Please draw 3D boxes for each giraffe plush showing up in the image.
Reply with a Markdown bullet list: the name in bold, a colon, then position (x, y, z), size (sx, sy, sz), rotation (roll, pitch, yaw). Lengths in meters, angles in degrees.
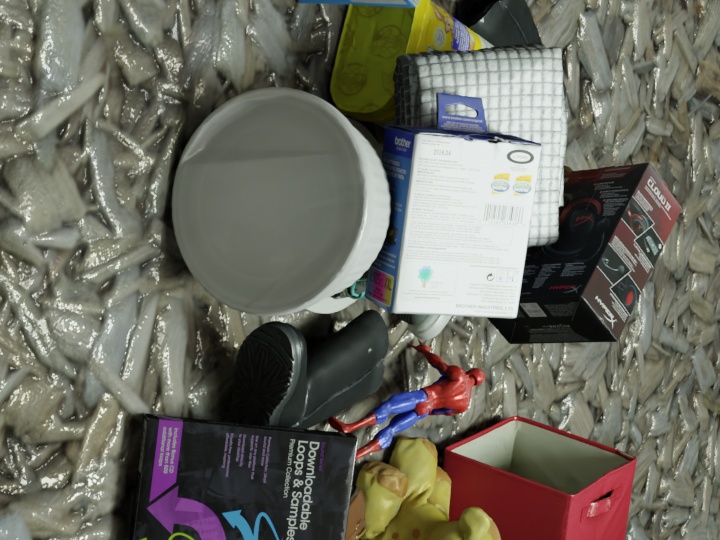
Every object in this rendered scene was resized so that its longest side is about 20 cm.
- **giraffe plush**: position (0.082, 0.296, 1.649), size (0.200, 0.162, 0.173), rotation (-50, 134, -36)

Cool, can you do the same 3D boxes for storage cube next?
- **storage cube**: position (0.205, 0.299, 1.798), size (0.171, 0.200, 0.180), rotation (-16, 116, -52)

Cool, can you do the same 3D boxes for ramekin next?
- **ramekin**: position (-0.064, -0.060, 1.361), size (0.094, 0.202, 0.203), rotation (3, 94, -65)

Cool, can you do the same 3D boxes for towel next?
- **towel**: position (0.118, -0.120, 1.487), size (0.165, 0.086, 0.201), rotation (-7, 104, -20)

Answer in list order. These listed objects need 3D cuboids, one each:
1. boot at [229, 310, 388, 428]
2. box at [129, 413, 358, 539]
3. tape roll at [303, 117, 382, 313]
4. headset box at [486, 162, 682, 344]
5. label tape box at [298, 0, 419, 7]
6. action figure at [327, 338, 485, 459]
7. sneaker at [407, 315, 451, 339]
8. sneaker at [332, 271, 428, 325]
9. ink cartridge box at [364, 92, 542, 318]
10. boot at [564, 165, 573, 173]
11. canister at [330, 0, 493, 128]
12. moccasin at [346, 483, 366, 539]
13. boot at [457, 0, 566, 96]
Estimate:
- **boot**: position (-0.038, 0.088, 1.485), size (0.200, 0.066, 0.165), rotation (-25, 146, -45)
- **box**: position (-0.108, 0.213, 1.383), size (0.199, 0.036, 0.143), rotation (6, 91, -15)
- **tape roll**: position (-0.039, -0.057, 1.521), size (0.203, 0.037, 0.203), rotation (-16, 110, -52)
- **headset box**: position (0.228, -0.024, 1.545), size (0.075, 0.148, 0.200), rotation (48, 58, -29)
- **label tape box**: position (0.014, -0.355, 1.443), size (0.066, 0.143, 0.200), rotation (36, 68, -51)
- **action figure**: position (0.043, 0.141, 1.661), size (0.200, 0.099, 0.065), rotation (-20, 118, -26)
- **sneaker**: position (0.074, -0.026, 1.668), size (0.085, 0.073, 0.200), rotation (26, 72, -36)
- **sneaker**: position (0.000, 0.000, 1.502), size (0.200, 0.077, 0.091), rotation (51, 61, -35)
- **ink cartridge box**: position (0.088, -0.061, 1.399), size (0.136, 0.076, 0.201), rotation (3, 101, -25)
- **boot**: position (0.249, -0.019, 1.891), size (0.155, 0.073, 0.200), rotation (28, 76, -52)
- **canister**: position (0.065, -0.207, 1.593), size (0.200, 0.086, 0.149), rotation (22, 80, -55)
- **moccasin**: position (-0.057, 0.301, 1.545), size (0.201, 0.073, 0.078), rotation (-46, 124, -52)
- **boot**: position (0.169, -0.225, 1.746), size (0.200, 0.065, 0.165), rotation (57, 44, -46)
